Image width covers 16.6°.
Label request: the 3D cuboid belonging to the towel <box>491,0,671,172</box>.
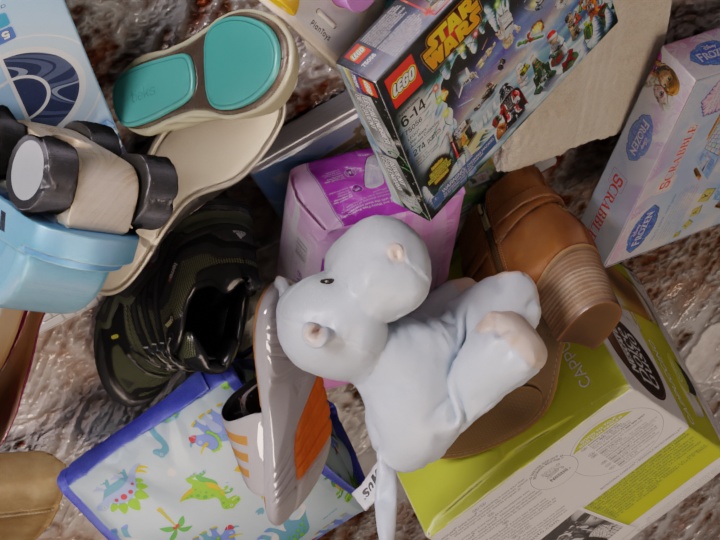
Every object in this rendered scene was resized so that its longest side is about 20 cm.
[{"bbox_3d":[0.157,-0.162,1.742,0.132,0.035,0.201,-19,141,-24],"label":"towel"}]

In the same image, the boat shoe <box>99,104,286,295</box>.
[{"bbox_3d":[-0.128,-0.067,1.687,0.067,0.057,0.200,39,108,-19],"label":"boat shoe"}]

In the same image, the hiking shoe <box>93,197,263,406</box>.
[{"bbox_3d":[-0.132,0.043,1.751,0.075,0.101,0.200,10,133,-27],"label":"hiking shoe"}]

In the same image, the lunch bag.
[{"bbox_3d":[-0.115,0.149,1.895,0.170,0.128,0.200,-36,146,13],"label":"lunch bag"}]

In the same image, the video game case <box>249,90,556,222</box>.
[{"bbox_3d":[0.032,-0.082,1.789,0.199,0.022,0.182,-29,145,3],"label":"video game case"}]

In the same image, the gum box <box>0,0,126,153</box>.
[{"bbox_3d":[-0.252,-0.108,1.550,0.169,0.045,0.200,-24,146,-5],"label":"gum box"}]

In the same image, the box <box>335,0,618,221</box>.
[{"bbox_3d":[0.079,-0.148,1.584,0.200,0.040,0.137,-47,141,-19],"label":"box"}]

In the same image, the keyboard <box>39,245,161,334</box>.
[{"bbox_3d":[-0.210,0.017,1.767,0.199,0.011,0.056,-27,145,0],"label":"keyboard"}]

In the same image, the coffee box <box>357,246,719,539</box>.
[{"bbox_3d":[0.138,0.102,1.937,0.200,0.200,0.198,-38,144,16],"label":"coffee box"}]

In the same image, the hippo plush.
[{"bbox_3d":[0.012,0.045,1.700,0.161,0.159,0.200,40,95,-20],"label":"hippo plush"}]

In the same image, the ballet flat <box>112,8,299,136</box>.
[{"bbox_3d":[-0.082,-0.124,1.559,0.069,0.070,0.200,5,174,-37],"label":"ballet flat"}]

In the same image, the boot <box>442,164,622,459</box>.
[{"bbox_3d":[0.098,0.031,1.825,0.200,0.155,0.074,-43,138,19],"label":"boot"}]

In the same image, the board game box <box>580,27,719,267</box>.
[{"bbox_3d":[0.274,-0.107,1.861,0.199,0.041,0.200,-19,146,-35],"label":"board game box"}]

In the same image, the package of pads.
[{"bbox_3d":[0.000,0.000,1.786,0.120,0.076,0.200,-15,143,-20],"label":"package of pads"}]

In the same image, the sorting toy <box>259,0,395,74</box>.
[{"bbox_3d":[-0.001,-0.231,1.537,0.180,0.107,0.200,-52,142,1],"label":"sorting toy"}]

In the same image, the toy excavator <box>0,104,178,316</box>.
[{"bbox_3d":[-0.226,-0.005,1.560,0.100,0.194,0.201,9,104,-41],"label":"toy excavator"}]

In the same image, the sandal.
[{"bbox_3d":[-0.066,0.087,1.772,0.079,0.059,0.208,-44,141,-44],"label":"sandal"}]

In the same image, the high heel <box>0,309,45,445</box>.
[{"bbox_3d":[-0.218,0.029,1.667,0.067,0.096,0.200,-13,153,-49],"label":"high heel"}]

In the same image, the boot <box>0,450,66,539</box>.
[{"bbox_3d":[-0.312,0.150,1.829,0.199,0.066,0.175,0,149,-32],"label":"boot"}]
